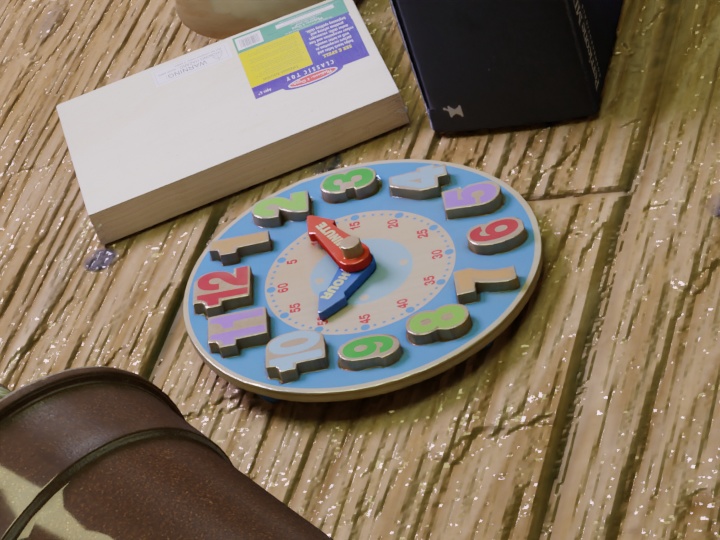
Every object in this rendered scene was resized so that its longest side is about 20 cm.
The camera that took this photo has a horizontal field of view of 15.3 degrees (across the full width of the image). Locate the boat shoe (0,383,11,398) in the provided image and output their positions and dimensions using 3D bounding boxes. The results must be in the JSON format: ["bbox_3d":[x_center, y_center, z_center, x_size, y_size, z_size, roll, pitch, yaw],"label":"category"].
[{"bbox_3d":[-0.250,0.137,1.379,0.200,0.072,0.076,-36,52,-9],"label":"boat shoe"}]

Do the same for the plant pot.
[{"bbox_3d":[-0.076,0.172,1.148,0.198,0.201,0.200,27,56,35],"label":"plant pot"}]

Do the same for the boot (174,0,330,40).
[{"bbox_3d":[-0.031,-0.218,1.733,0.200,0.071,0.144,-18,30,-3],"label":"boot"}]

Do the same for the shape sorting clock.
[{"bbox_3d":[0.000,0.000,1.448,0.199,0.039,0.200,-13,37,10],"label":"shape sorting clock"}]

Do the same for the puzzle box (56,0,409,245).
[{"bbox_3d":[-0.079,-0.094,1.620,0.199,0.026,0.133,-21,35,-1],"label":"puzzle box"}]

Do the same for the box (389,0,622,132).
[{"bbox_3d":[0.089,-0.200,1.573,0.104,0.148,0.201,-5,40,19],"label":"box"}]
